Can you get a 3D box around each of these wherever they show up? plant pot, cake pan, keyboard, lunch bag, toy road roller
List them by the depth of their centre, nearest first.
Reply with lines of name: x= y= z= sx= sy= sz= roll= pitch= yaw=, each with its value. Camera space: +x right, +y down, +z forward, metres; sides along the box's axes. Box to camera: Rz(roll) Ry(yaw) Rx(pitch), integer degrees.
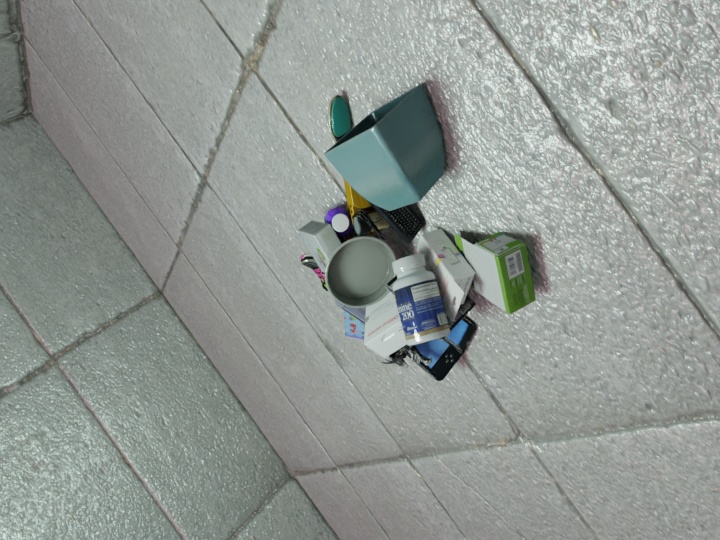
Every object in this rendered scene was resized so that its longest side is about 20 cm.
plant pot: x=0.077 y=-0.255 z=1.221 sx=0.195 sy=0.196 sz=0.202 roll=-11 pitch=119 yaw=53
keyboard: x=0.066 y=-0.141 z=1.338 sx=0.200 sy=0.127 sz=0.021 roll=44 pitch=176 yaw=-23
toy road roller: x=0.016 y=-0.192 z=1.397 sx=0.146 sy=0.120 sz=0.205 roll=-144 pitch=42 yaw=-66
cake pan: x=0.000 y=0.000 z=1.421 sx=0.037 sy=0.196 sz=0.204 roll=-121 pitch=14 yaw=-61
lunch bag: x=0.051 y=0.155 z=1.704 sx=0.196 sy=0.094 sz=0.153 roll=18 pitch=134 yaw=24

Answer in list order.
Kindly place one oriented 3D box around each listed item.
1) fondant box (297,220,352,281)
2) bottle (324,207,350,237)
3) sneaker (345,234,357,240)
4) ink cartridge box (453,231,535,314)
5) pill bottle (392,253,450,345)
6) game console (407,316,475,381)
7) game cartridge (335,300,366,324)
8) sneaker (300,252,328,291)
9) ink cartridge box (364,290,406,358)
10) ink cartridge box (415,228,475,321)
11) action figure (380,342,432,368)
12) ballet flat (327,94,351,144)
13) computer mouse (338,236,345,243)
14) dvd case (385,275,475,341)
fondant box: x=-0.098 y=-0.060 z=1.516 sx=0.146 sy=0.058 sz=0.200 roll=60 pitch=168 yaw=-17
bottle: x=-0.063 y=-0.134 z=1.514 sx=0.200 sy=0.064 sz=0.085 roll=-138 pitch=25 yaw=-81
sneaker: x=0.011 y=-0.040 z=1.579 sx=0.198 sy=0.071 sz=0.114 roll=14 pitch=133 yaw=46
ink cartridge box: x=0.306 y=-0.012 z=1.257 sx=0.200 sy=0.074 sz=0.150 roll=-135 pitch=25 yaw=-63
pill bottle: x=0.139 y=0.069 z=1.298 sx=0.110 sy=0.109 sz=0.205 roll=-26 pitch=76 yaw=55
game console: x=0.195 y=0.175 z=1.508 sx=0.199 sy=0.173 sz=0.119 roll=38 pitch=171 yaw=21
game cartridge: x=0.034 y=0.098 z=1.620 sx=0.198 sy=0.130 sz=0.039 roll=30 pitch=164 yaw=29
sneaker: x=-0.104 y=0.014 z=1.666 sx=0.198 sy=0.089 sz=0.073 roll=28 pitch=155 yaw=-31
ink cartridge box: x=0.087 y=0.113 z=1.463 sx=0.082 sy=0.202 sz=0.146 roll=37 pitch=124 yaw=-27
ink cartridge box: x=0.211 y=0.011 z=1.327 sx=0.118 sy=0.066 sz=0.202 roll=99 pitch=149 yaw=-47
action figure: x=0.148 y=0.211 z=1.465 sx=0.200 sy=0.118 sz=0.103 roll=-46 pitch=68 yaw=19
ballet flat: x=-0.055 y=-0.351 z=1.400 sx=0.062 sy=0.067 sz=0.204 roll=25 pitch=137 yaw=49
computer mouse: x=-0.022 y=-0.020 z=1.532 sx=0.059 sy=0.034 sz=0.202 roll=48 pitch=162 yaw=45
dvd case: x=0.182 y=0.065 z=1.396 sx=0.200 sy=0.148 sz=0.016 roll=44 pitch=151 yaw=13
